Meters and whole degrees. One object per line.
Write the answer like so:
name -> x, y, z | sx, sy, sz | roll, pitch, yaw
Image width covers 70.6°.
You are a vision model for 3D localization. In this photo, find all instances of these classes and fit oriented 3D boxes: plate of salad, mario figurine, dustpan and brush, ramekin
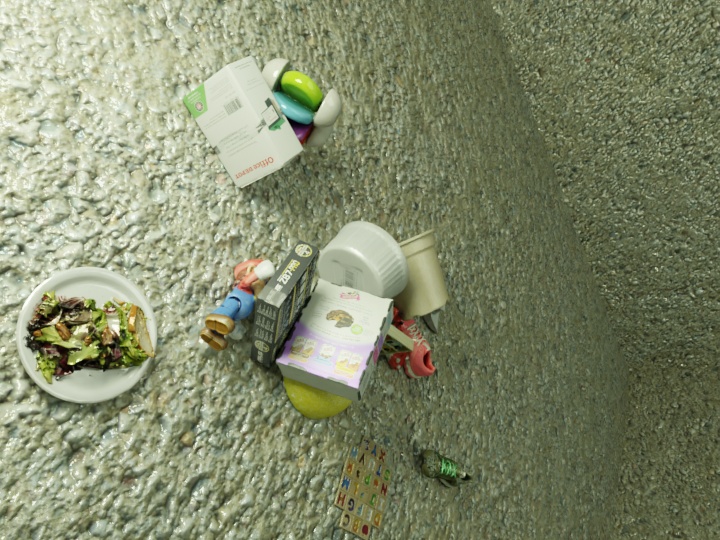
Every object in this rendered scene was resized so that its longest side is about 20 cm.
plate of salad -> -0.387, 0.091, 0.747 | 0.199, 0.048, 0.202 | 19, 65, -47
mario figurine -> -0.200, 0.058, 0.930 | 0.106, 0.123, 0.200 | 58, 36, -25
dustpan and brush -> 0.200, 0.079, 1.471 | 0.200, 0.057, 0.140 | 39, 51, -37
ramekin -> 0.000, 0.000, 1.145 | 0.098, 0.200, 0.201 | -43, 112, -41

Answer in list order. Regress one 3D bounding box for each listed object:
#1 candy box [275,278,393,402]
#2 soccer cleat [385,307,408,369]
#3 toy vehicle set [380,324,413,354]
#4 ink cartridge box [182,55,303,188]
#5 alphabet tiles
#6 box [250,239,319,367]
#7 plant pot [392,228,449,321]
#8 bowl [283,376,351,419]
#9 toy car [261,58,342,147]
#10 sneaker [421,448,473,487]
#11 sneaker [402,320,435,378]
candy box -> -0.043, 0.132, 0.998 | 0.072, 0.167, 0.201 | 83, 27, -54
soccer cleat -> 0.073, 0.166, 1.284 | 0.069, 0.085, 0.201 | -40, 133, -33
toy vehicle set -> 0.016, 0.142, 1.172 | 0.200, 0.124, 0.027 | 37, 52, -38
ink cartridge box -> -0.226, -0.282, 0.989 | 0.201, 0.145, 0.084 | 60, 39, -19
alphabet tiles -> 0.011, 0.488, 1.148 | 0.166, 0.006, 0.201 | 46, 47, -33
box -> -0.143, 0.066, 0.958 | 0.049, 0.201, 0.162 | 23, 48, 5
plant pot -> 0.127, 0.018, 1.274 | 0.200, 0.200, 0.185 | -24, 92, -52
bowl -> -0.055, 0.209, 1.075 | 0.200, 0.107, 0.202 | 21, 62, -46
toy car -> -0.147, -0.326, 1.073 | 0.174, 0.200, 0.151 | 31, 70, -7
sneaker -> 0.234, 0.524, 1.348 | 0.200, 0.088, 0.077 | 36, 52, -39
sneaker -> 0.148, 0.187, 1.339 | 0.074, 0.087, 0.201 | -25, 101, -41
